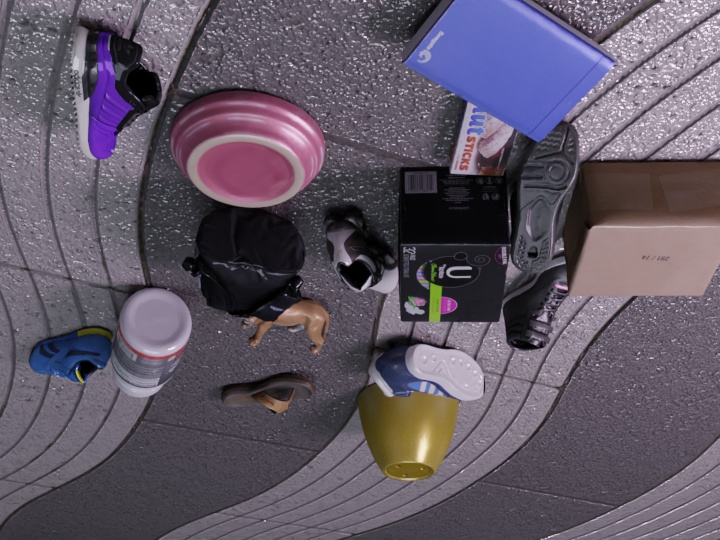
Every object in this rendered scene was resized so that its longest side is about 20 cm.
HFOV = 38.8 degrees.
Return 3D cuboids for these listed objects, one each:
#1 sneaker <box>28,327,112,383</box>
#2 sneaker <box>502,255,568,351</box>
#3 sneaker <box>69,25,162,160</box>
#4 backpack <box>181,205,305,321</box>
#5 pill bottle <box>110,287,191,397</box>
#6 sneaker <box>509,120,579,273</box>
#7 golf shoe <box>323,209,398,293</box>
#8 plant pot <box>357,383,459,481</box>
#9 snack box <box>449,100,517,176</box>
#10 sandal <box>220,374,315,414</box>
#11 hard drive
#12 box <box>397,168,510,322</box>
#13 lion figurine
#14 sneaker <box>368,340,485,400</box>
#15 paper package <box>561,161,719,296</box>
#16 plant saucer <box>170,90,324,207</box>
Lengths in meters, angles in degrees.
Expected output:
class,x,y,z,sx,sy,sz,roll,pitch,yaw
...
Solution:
class,x,y,z,sx,sy,sz,roll,pitch,yaw
sneaker,-0.510,0.160,1.772,0.197,0.080,0.066,-18,146,31
sneaker,0.286,0.057,1.552,0.070,0.101,0.200,18,143,-23
sneaker,-0.280,-0.195,1.191,0.097,0.071,0.201,3,149,-8
backpack,-0.154,-0.009,1.419,0.164,0.129,0.200,16,159,-4
pill bottle,-0.347,0.123,1.667,0.113,0.118,0.201,11,148,-15
sneaker,0.232,-0.110,1.319,0.074,0.115,0.203,6,121,1
golf shoe,0.000,0.000,1.476,0.076,0.096,0.200,-14,147,22
plant pot,0.092,0.312,1.934,0.195,0.145,0.201,0,149,0
snack box,0.157,-0.184,1.234,0.070,0.025,0.201,3,148,-3
sandal,-0.173,0.240,1.909,0.196,0.056,0.082,-10,147,18
hard drive,0.161,-0.232,1.119,0.197,0.026,0.132,24,131,-24
box,0.124,-0.031,1.392,0.145,0.126,0.201,0,148,3
lion figurine,-0.116,0.069,1.631,0.197,0.073,0.123,3,139,-31
sneaker,0.108,0.186,1.801,0.198,0.082,0.145,23,151,-37
paper package,0.382,-0.051,1.370,0.195,0.105,0.192,0,149,1
plant saucer,-0.143,-0.142,1.290,0.196,0.052,0.202,1,148,1
